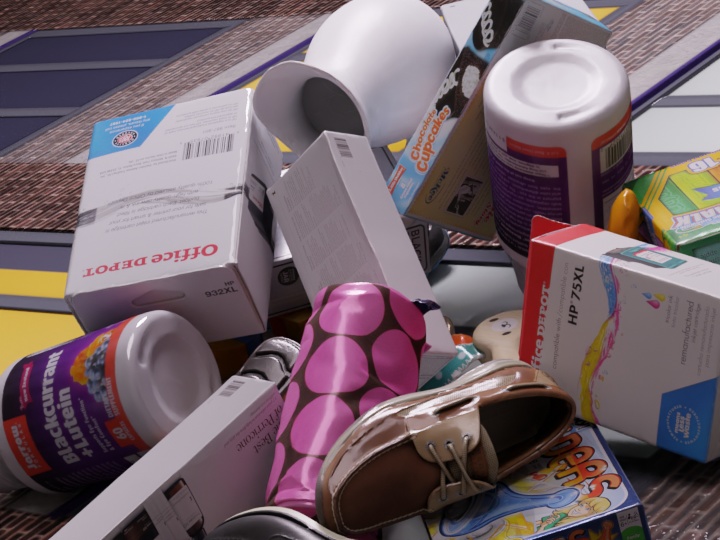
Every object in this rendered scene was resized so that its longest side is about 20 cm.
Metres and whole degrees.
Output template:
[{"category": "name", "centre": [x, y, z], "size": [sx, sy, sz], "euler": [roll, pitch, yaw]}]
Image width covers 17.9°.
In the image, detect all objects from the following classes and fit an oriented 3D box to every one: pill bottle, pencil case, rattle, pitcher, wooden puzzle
[{"category": "pill bottle", "centre": [-0.213, 0.109, 1.752], "size": [0.199, 0.112, 0.111], "euler": [-20, 15, 33]}, {"category": "pencil case", "centre": [-0.006, 0.105, 1.575], "size": [0.090, 0.094, 0.201], "euler": [-18, 42, 38]}, {"category": "rattle", "centre": [0.118, 0.024, 1.705], "size": [0.198, 0.144, 0.131], "euler": [5, 46, 33]}, {"category": "pitcher", "centre": [0.016, -0.133, 1.892], "size": [0.121, 0.172, 0.200], "euler": [-28, 11, 34]}, {"category": "wooden puzzle", "centre": [-0.049, 0.066, 1.841], "size": [0.199, 0.047, 0.185], "euler": [-27, 20, -25]}, {"category": "pill bottle", "centre": [0.157, -0.069, 1.774], "size": [0.110, 0.201, 0.112], "euler": [-4, 43, 4]}]

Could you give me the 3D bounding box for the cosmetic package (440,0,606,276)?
[{"category": "cosmetic package", "centre": [0.158, -0.128, 1.973], "size": [0.122, 0.202, 0.200], "euler": [-14, 20, 1]}]

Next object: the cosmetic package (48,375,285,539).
[{"category": "cosmetic package", "centre": [-0.121, 0.164, 1.557], "size": [0.050, 0.083, 0.200], "euler": [7, 39, 45]}]

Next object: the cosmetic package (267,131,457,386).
[{"category": "cosmetic package", "centre": [0.000, 0.000, 1.750], "size": [0.050, 0.201, 0.082], "euler": [5, -37, -45]}]

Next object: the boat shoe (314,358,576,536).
[{"category": "boat shoe", "centre": [0.058, 0.115, 1.490], "size": [0.199, 0.076, 0.072], "euler": [-30, 24, -29]}]

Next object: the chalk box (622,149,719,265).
[{"category": "chalk box", "centre": [0.282, 0.000, 1.645], "size": [0.124, 0.125, 0.200], "euler": [-18, 20, -4]}]

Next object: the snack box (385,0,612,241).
[{"category": "snack box", "centre": [0.108, -0.125, 1.814], "size": [0.116, 0.201, 0.037], "euler": [15, 19, -47]}]

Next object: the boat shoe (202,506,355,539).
[{"category": "boat shoe", "centre": [-0.041, 0.201, 1.445], "size": [0.063, 0.074, 0.200], "euler": [-23, 23, -40]}]

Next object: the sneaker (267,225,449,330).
[{"category": "sneaker", "centre": [-0.019, -0.013, 1.985], "size": [0.198, 0.083, 0.073], "euler": [-19, 17, -10]}]

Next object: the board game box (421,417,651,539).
[{"category": "board game box", "centre": [0.106, 0.150, 1.520], "size": [0.134, 0.035, 0.200], "euler": [-17, 19, -2]}]

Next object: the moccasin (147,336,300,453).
[{"category": "moccasin", "centre": [-0.103, 0.139, 1.665], "size": [0.073, 0.078, 0.202], "euler": [19, 57, 34]}]

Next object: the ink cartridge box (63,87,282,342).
[{"category": "ink cartridge box", "centre": [-0.145, -0.037, 1.819], "size": [0.144, 0.084, 0.201], "euler": [-11, 45, 14]}]

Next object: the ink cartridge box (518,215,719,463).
[{"category": "ink cartridge box", "centre": [0.175, 0.042, 1.553], "size": [0.199, 0.117, 0.067], "euler": [18, 21, 37]}]

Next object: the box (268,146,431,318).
[{"category": "box", "centre": [-0.051, -0.028, 1.907], "size": [0.198, 0.060, 0.117], "euler": [-17, 42, -11]}]
